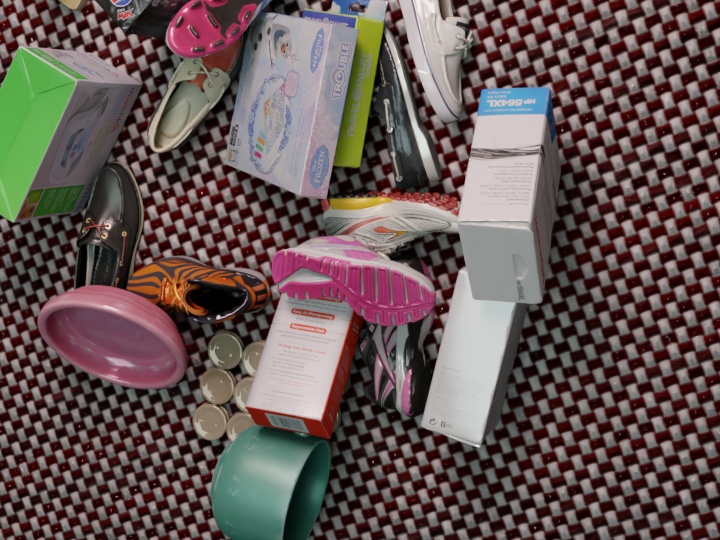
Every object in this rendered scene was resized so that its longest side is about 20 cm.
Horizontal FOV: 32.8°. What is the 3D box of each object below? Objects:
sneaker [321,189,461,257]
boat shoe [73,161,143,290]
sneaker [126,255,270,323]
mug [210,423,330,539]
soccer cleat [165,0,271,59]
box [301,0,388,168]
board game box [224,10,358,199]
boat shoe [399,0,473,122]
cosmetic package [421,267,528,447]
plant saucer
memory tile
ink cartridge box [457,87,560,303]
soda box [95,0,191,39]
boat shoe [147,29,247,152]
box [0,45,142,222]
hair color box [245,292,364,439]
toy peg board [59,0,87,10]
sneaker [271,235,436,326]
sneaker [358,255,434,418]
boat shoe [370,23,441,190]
[{"bbox_3d":[0.049,-0.055,1.503,0.200,0.078,0.082,2,101,26],"label":"sneaker"},{"bbox_3d":[-0.336,-0.043,1.621,0.074,0.063,0.202,10,98,18],"label":"boat shoe"},{"bbox_3d":[-0.224,0.024,1.567,0.200,0.112,0.078,-1,96,17],"label":"sneaker"},{"bbox_3d":[-0.113,0.257,1.535,0.114,0.152,0.185,14,57,16],"label":"mug"},{"bbox_3d":[-0.160,-0.318,1.486,0.200,0.086,0.070,-44,102,-20],"label":"soccer cleat"},{"bbox_3d":[-0.033,-0.234,1.486,0.122,0.048,0.200,23,106,51],"label":"box"},{"bbox_3d":[-0.087,-0.205,1.476,0.199,0.043,0.200,27,109,55],"label":"board game box"},{"bbox_3d":[0.099,-0.280,1.462,0.070,0.071,0.200,-16,85,20],"label":"boat shoe"},{"bbox_3d":[0.143,0.095,1.468,0.081,0.113,0.200,17,103,14],"label":"cosmetic package"},{"bbox_3d":[-0.316,0.082,1.585,0.200,0.201,0.051,6,55,16],"label":"plant saucer"},{"bbox_3d":[-0.118,0.169,1.603,0.200,0.017,0.154,15,101,15],"label":"memory tile"},{"bbox_3d":[0.170,-0.084,1.371,0.084,0.146,0.200,3,53,16],"label":"ink cartridge box"},{"bbox_3d":[-0.241,-0.326,1.485,0.071,0.200,0.063,-44,83,16],"label":"soda box"},{"bbox_3d":[-0.208,-0.235,1.550,0.071,0.063,0.200,34,106,-10],"label":"boat shoe"},{"bbox_3d":[-0.395,-0.175,1.561,0.097,0.176,0.200,31,104,11],"label":"box"},{"bbox_3d":[-0.062,0.097,1.500,0.101,0.061,0.200,9,63,16],"label":"hair color box"},{"bbox_3d":[-0.413,-0.475,1.573,0.199,0.098,0.200,35,104,10],"label":"toy peg board"},{"bbox_3d":[0.000,0.000,1.457,0.200,0.088,0.081,18,123,15],"label":"sneaker"},{"bbox_3d":[0.036,0.080,1.518,0.086,0.080,0.200,4,92,27],"label":"sneaker"},{"bbox_3d":[0.041,-0.196,1.483,0.060,0.076,0.200,-17,91,12],"label":"boat shoe"}]
